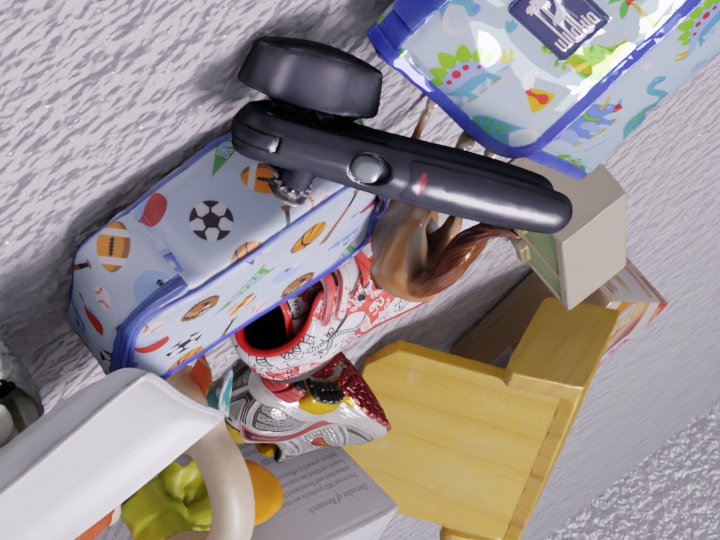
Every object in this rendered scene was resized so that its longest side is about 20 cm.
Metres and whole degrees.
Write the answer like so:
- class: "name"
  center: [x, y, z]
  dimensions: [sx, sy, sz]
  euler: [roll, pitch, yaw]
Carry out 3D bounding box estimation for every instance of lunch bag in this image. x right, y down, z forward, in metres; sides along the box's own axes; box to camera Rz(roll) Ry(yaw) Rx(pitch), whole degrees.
- class: "lunch bag"
  center: [-0.071, -0.013, 1.141]
  dimensions: [0.200, 0.076, 0.160]
  euler: [-32, 164, -21]
- class: "lunch bag"
  center: [0.117, -0.153, 1.110]
  dimensions: [0.170, 0.128, 0.200]
  euler: [-42, 149, 19]

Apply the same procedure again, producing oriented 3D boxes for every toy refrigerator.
- class: "toy refrigerator"
  center: [0.159, -0.037, 1.562]
  dimensions: [0.070, 0.076, 0.200]
  euler: [-38, 164, -4]

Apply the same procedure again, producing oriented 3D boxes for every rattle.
- class: "rattle"
  center: [-0.083, 0.108, 1.357]
  dimensions: [0.143, 0.130, 0.200]
  euler: [-7, 122, -30]

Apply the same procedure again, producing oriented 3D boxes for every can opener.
- class: "can opener"
  center: [0.023, -0.057, 1.054]
  dimensions: [0.200, 0.063, 0.079]
  euler: [20, 114, -19]

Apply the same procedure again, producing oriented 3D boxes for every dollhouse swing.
- class: "dollhouse swing"
  center: [0.095, 0.116, 1.725]
  dimensions: [0.182, 0.176, 0.200]
  euler: [-55, 165, -54]

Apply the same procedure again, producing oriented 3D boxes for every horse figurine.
- class: "horse figurine"
  center: [0.040, -0.030, 1.197]
  dimensions: [0.133, 0.050, 0.200]
  euler: [-65, -165, 12]

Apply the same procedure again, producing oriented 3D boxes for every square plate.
- class: "square plate"
  center: [-0.179, 0.124, 1.125]
  dimensions: [0.200, 0.028, 0.198]
  euler: [-37, 167, 0]

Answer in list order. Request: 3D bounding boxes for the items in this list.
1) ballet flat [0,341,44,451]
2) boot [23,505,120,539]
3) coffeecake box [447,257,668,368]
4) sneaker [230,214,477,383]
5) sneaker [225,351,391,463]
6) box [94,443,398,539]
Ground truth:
- class: "ballet flat"
  center: [-0.210, 0.077, 1.090]
  dimensions: [0.072, 0.072, 0.200]
  euler: [-37, 164, -8]
- class: "boot"
  center: [-0.207, 0.155, 1.309]
  dimensions: [0.107, 0.075, 0.200]
  euler: [-44, 169, -20]
- class: "coffeecake box"
  center: [0.186, 0.055, 1.860]
  dimensions: [0.154, 0.073, 0.200]
  euler: [-45, 163, 16]
- class: "sneaker"
  center: [0.000, 0.001, 1.335]
  dimensions: [0.201, 0.067, 0.108]
  euler: [-38, 166, 3]
- class: "sneaker"
  center: [-0.045, 0.102, 1.509]
  dimensions: [0.082, 0.078, 0.200]
  euler: [-39, 155, 14]
- class: "box"
  center: [-0.109, 0.234, 1.551]
  dimensions: [0.200, 0.131, 0.199]
  euler: [-19, 146, -49]
